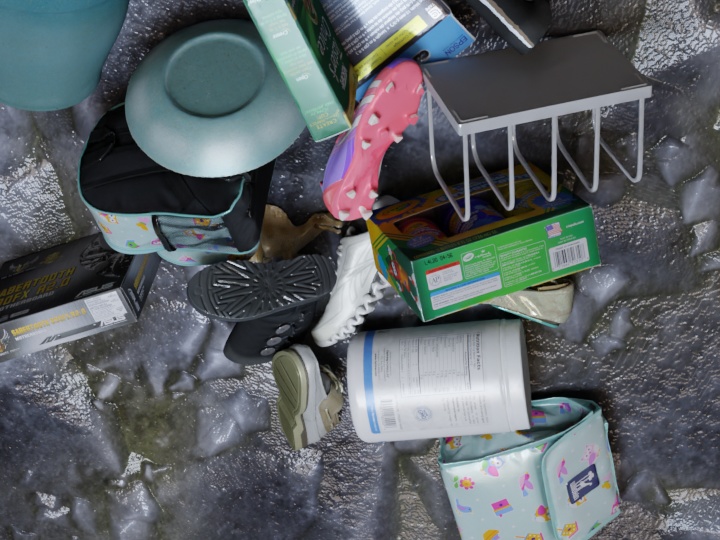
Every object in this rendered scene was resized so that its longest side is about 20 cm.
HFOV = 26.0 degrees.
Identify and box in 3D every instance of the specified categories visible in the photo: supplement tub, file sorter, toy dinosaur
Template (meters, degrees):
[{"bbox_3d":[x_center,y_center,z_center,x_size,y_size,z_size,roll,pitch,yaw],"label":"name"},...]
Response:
[{"bbox_3d":[0.091,0.127,1.787,0.199,0.132,0.132,-5,119,8],"label":"supplement tub"},{"bbox_3d":[0.177,-0.146,1.590,0.199,0.139,0.125,-13,125,-9],"label":"file sorter"},{"bbox_3d":[-0.117,-0.025,1.779,0.199,0.058,0.101,-6,104,1],"label":"toy dinosaur"}]

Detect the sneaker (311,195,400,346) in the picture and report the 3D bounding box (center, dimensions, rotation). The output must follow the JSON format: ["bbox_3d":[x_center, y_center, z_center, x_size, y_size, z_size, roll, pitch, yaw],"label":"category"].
[{"bbox_3d":[0.000,0.000,1.766,0.081,0.075,0.200,36,109,-5],"label":"sneaker"}]

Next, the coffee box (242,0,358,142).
[{"bbox_3d":[-0.063,-0.240,1.530,0.044,0.123,0.200,-20,117,15],"label":"coffee box"}]

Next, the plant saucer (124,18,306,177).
[{"bbox_3d":[-0.147,-0.189,1.600,0.200,0.202,0.039,1,152,6],"label":"plant saucer"}]

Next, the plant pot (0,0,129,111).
[{"bbox_3d":[-0.325,-0.274,1.583,0.199,0.200,0.188,12,135,0],"label":"plant pot"}]

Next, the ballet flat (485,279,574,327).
[{"bbox_3d":[0.147,0.011,1.762,0.199,0.067,0.063,14,106,-11],"label":"ballet flat"}]

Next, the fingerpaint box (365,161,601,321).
[{"bbox_3d":[0.125,-0.035,1.632,0.199,0.167,0.074,-17,113,-10],"label":"fingerpaint box"}]

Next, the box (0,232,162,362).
[{"bbox_3d":[-0.331,0.023,1.760,0.199,0.159,0.048,-16,119,15],"label":"box"}]

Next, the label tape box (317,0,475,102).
[{"bbox_3d":[0.003,-0.277,1.608,0.143,0.066,0.200,-36,114,23],"label":"label tape box"}]

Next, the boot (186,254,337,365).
[{"bbox_3d":[-0.125,0.050,1.726,0.164,0.066,0.200,-5,162,-18],"label":"boot"}]

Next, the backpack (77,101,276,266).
[{"bbox_3d":[-0.195,-0.096,1.667,0.199,0.176,0.153,3,150,9],"label":"backpack"}]

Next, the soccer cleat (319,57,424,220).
[{"bbox_3d":[0.005,-0.143,1.625,0.067,0.077,0.200,-3,130,-33],"label":"soccer cleat"}]

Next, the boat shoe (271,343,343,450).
[{"bbox_3d":[-0.058,0.139,1.818,0.068,0.075,0.200,-22,154,-15],"label":"boat shoe"}]

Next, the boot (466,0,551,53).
[{"bbox_3d":[0.099,-0.285,1.530,0.066,0.165,0.200,-30,114,38],"label":"boot"}]

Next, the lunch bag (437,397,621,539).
[{"bbox_3d":[0.205,0.245,1.848,0.199,0.122,0.171,-12,119,8],"label":"lunch bag"}]
